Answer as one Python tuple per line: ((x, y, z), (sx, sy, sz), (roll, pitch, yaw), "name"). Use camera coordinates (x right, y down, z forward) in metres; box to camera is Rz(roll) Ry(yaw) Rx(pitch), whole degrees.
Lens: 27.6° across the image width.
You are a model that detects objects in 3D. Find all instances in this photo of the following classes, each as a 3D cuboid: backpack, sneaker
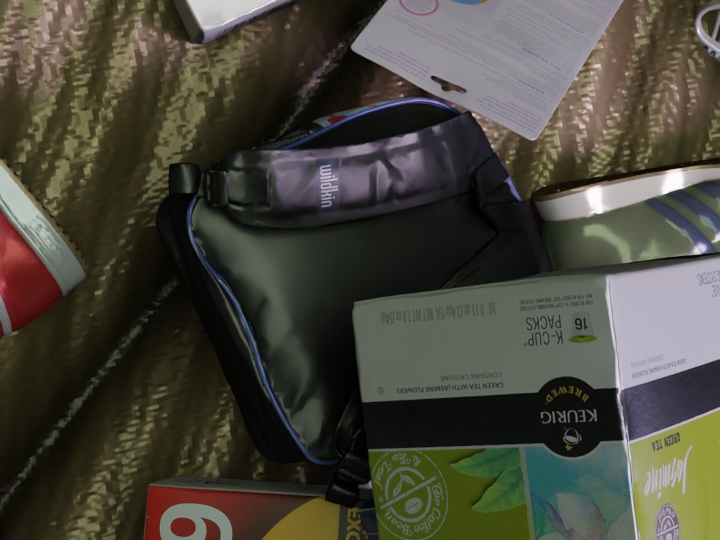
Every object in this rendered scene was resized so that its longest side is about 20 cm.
((0.000, 0.000, 0.817), (0.190, 0.154, 0.200), (-27, 100, -19), "backpack")
((-0.253, -0.039, 0.795), (0.112, 0.071, 0.200), (-43, 99, -17), "sneaker")
((0.206, -0.022, 0.924), (0.200, 0.067, 0.090), (-10, 96, -15), "sneaker")

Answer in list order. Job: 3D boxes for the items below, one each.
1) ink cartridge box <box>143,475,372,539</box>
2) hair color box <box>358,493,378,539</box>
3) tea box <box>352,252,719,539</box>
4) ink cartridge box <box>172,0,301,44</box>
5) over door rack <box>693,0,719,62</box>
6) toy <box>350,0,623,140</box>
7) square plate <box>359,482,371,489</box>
((-0.032, 0.220, 0.806), (0.175, 0.084, 0.200), (3, 85, 2), "ink cartridge box")
((0.075, 0.190, 0.792), (0.100, 0.060, 0.200), (-39, 113, -53), "hair color box")
((0.112, 0.097, 0.693), (0.200, 0.133, 0.197), (-6, 88, -56), "tea box")
((-0.070, -0.257, 0.872), (0.162, 0.057, 0.200), (-27, 98, -15), "ink cartridge box")
((0.303, -0.130, 0.916), (0.200, 0.067, 0.148), (42, 38, -8), "over door rack")
((0.084, -0.148, 0.873), (0.115, 0.047, 0.200), (27, 52, 9), "toy")
((0.071, 0.191, 0.883), (0.198, 0.028, 0.200), (10, 83, -10), "square plate")
